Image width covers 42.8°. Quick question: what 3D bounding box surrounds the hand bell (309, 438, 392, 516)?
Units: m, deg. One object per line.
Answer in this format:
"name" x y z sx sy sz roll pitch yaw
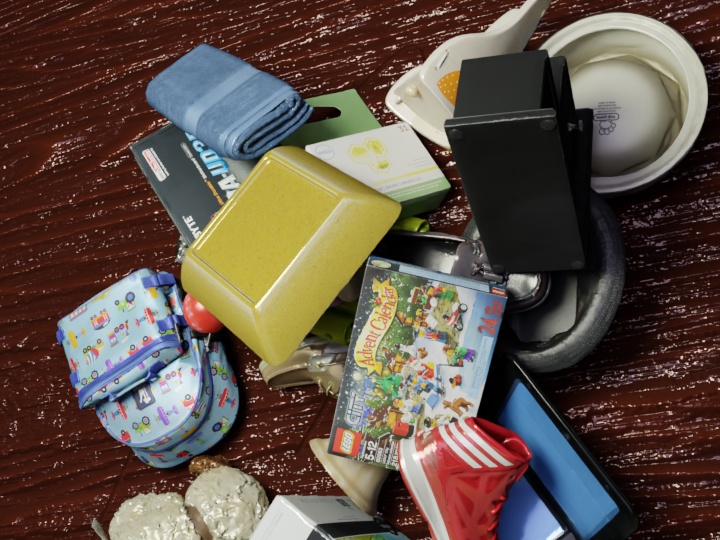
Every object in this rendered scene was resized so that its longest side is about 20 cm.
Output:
"hand bell" 0.052 0.155 0.985 0.200 0.104 0.104 -42 65 -3

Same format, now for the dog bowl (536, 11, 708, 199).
"dog bowl" 0.266 -0.167 0.981 0.198 0.074 0.202 -5 75 20

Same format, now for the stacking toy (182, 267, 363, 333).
"stacking toy" -0.101 0.020 0.978 0.198 0.085 0.086 -20 70 16

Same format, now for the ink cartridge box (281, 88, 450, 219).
"ink cartridge box" -0.009 -0.142 1.055 0.145 0.048 0.201 -17 64 -31

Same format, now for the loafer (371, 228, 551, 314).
"loafer" 0.089 -0.003 0.920 0.199 0.063 0.073 14 87 32

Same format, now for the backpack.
"backpack" -0.244 0.124 1.081 0.181 0.134 0.201 -27 69 13

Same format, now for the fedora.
"fedora" 0.192 0.008 0.951 0.199 0.091 0.203 -7 76 28

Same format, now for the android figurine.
"android figurine" 0.000 0.000 1.028 0.199 0.041 0.183 16 58 32

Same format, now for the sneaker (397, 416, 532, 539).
"sneaker" 0.124 0.229 0.869 0.115 0.078 0.201 -25 109 11

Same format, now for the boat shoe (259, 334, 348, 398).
"boat shoe" -0.021 0.108 1.027 0.198 0.074 0.067 -16 66 18

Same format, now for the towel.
"towel" -0.152 -0.186 1.031 0.111 0.049 0.200 -39 48 -19

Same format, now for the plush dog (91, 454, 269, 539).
"plush dog" -0.181 0.290 1.020 0.171 0.161 0.200 -35 64 -15

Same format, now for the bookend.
"bookend" 0.153 -0.136 0.838 0.091 0.199 0.201 -3 53 20

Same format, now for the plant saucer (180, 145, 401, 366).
"plant saucer" -0.087 -0.033 0.924 0.200 0.048 0.199 -52 46 -6

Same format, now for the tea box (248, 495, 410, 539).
"tea box" -0.003 0.329 0.894 0.196 0.200 0.134 34 91 24

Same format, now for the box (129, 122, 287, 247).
"box" -0.151 -0.101 1.067 0.158 0.046 0.201 -31 68 -10

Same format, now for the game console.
"game console" 0.150 0.216 0.907 0.176 0.116 0.201 -40 65 8

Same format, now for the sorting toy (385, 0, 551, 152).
"sorting toy" 0.134 -0.230 1.008 0.107 0.200 0.180 40 87 -9

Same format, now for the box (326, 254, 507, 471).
"box" 0.053 0.098 0.893 0.135 0.038 0.202 12 107 2

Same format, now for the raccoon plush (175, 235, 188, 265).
"raccoon plush" -0.126 -0.031 1.105 0.199 0.097 0.135 30 80 16
